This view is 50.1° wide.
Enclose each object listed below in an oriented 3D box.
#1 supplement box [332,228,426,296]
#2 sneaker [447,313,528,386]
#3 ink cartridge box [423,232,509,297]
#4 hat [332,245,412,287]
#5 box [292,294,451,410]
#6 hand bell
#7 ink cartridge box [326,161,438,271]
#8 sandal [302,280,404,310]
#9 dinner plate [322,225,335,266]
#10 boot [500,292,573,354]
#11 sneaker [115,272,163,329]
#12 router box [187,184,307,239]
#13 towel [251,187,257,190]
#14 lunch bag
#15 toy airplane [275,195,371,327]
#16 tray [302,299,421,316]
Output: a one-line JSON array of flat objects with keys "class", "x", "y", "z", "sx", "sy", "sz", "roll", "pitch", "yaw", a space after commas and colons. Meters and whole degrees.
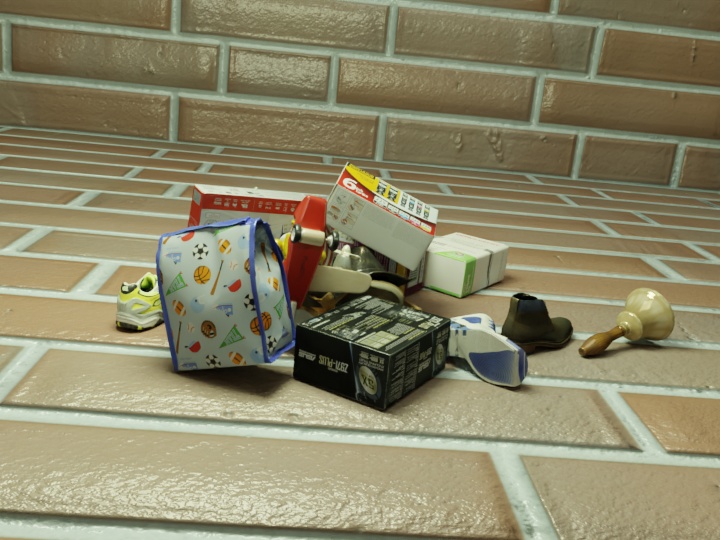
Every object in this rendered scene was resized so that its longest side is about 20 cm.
[{"class": "supplement box", "x": 0.031, "y": -0.036, "z": 1.609, "sx": 0.199, "sy": 0.132, "sz": 0.103, "roll": 16, "pitch": 19, "yaw": 28}, {"class": "sneaker", "x": 0.198, "y": 0.112, "z": 1.253, "sx": 0.115, "sy": 0.081, "sz": 0.199, "roll": -13, "pitch": 23, "yaw": -43}, {"class": "ink cartridge box", "x": 0.213, "y": -0.016, "z": 1.685, "sx": 0.145, "sy": 0.085, "sz": 0.199, "roll": 18, "pitch": 20, "yaw": 34}, {"class": "hat", "x": 0.000, "y": 0.000, "z": 1.420, "sx": 0.199, "sy": 0.082, "sz": 0.201, "roll": -7, "pitch": -12, "yaw": -1}, {"class": "box", "x": 0.021, "y": 0.116, "z": 1.166, "sx": 0.163, "sy": 0.087, "sz": 0.200, "roll": 15, "pitch": 19, "yaw": 28}, {"class": "hand bell", "x": 0.462, "y": 0.112, "z": 1.381, "sx": 0.199, "sy": 0.105, "sz": 0.104, "roll": -21, "pitch": 29, "yaw": -33}, {"class": "ink cartridge box", "x": 0.039, "y": -0.112, "z": 1.440, "sx": 0.199, "sy": 0.084, "sz": 0.176, "roll": 28, "pitch": 26, "yaw": -5}, {"class": "sandal", "x": -0.024, "y": 0.048, "z": 1.305, "sx": 0.198, "sy": 0.081, "sz": 0.054, "roll": 9, "pitch": 37, "yaw": -3}, {"class": "dinner plate", "x": -0.145, "y": -0.038, "z": 1.427, "sx": 0.199, "sy": 0.201, "sz": 0.024, "roll": 1, "pitch": 28, "yaw": -14}, {"class": "boot", "x": 0.321, "y": 0.084, "z": 1.361, "sx": 0.199, "sy": 0.098, "sz": 0.074, "roll": -11, "pitch": 23, "yaw": -43}, {"class": "sneaker", "x": -0.336, "y": 0.041, "z": 1.317, "sx": 0.075, "sy": 0.077, "sz": 0.200, "roll": 10, "pitch": 16, "yaw": 19}, {"class": "router box", "x": -0.189, "y": -0.043, "z": 1.278, "sx": 0.199, "sy": 0.181, "sz": 0.049, "roll": 1, "pitch": 22, "yaw": -33}, {"class": "towel", "x": -0.277, "y": -0.078, "z": 1.456, "sx": 0.023, "sy": 0.200, "sz": 0.152, "roll": 45, "pitch": -16, "yaw": -20}, {"class": "lunch bag", "x": -0.195, "y": 0.030, "z": 1.116, "sx": 0.169, "sy": 0.202, "sz": 0.124, "roll": -9, "pitch": 10, "yaw": 20}, {"class": "toy airplane", "x": -0.104, "y": -0.005, "z": 1.228, "sx": 0.198, "sy": 0.201, "sz": 0.141, "roll": -31, "pitch": 31, "yaw": 3}, {"class": "tray", "x": 0.000, "y": 0.079, "z": 1.379, "sx": 0.199, "sy": 0.037, "sz": 0.098, "roll": -4, "pitch": 19, "yaw": -32}]
